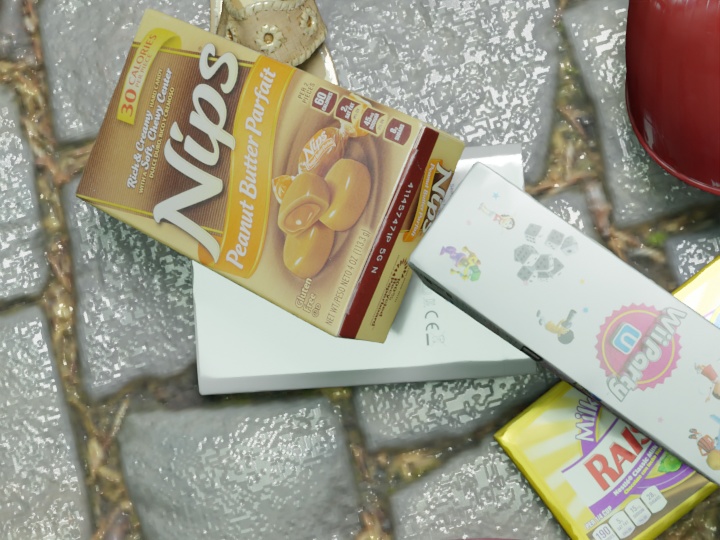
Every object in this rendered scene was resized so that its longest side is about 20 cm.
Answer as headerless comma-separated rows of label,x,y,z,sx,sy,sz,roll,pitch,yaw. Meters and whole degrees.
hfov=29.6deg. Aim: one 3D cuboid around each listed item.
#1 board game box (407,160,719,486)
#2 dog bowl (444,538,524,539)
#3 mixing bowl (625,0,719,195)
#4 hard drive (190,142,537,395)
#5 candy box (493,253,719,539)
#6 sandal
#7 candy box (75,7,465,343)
board game box,0.125,0.034,0.697,0.199,0.148,0.065,36,91,7
dog bowl,0.034,0.195,0.703,0.197,0.201,0.075,-8,65,5
mixing bowl,0.219,-0.148,0.707,0.198,0.109,0.202,-16,51,21
hard drive,0.000,0.000,0.799,0.197,0.025,0.134,-4,89,6
candy box,0.183,0.073,0.776,0.199,0.026,0.103,-39,79,1
sandal,-0.061,-0.156,0.807,0.077,0.070,0.215,-10,83,5
candy box,-0.054,-0.054,0.738,0.199,0.055,0.117,26,96,30
